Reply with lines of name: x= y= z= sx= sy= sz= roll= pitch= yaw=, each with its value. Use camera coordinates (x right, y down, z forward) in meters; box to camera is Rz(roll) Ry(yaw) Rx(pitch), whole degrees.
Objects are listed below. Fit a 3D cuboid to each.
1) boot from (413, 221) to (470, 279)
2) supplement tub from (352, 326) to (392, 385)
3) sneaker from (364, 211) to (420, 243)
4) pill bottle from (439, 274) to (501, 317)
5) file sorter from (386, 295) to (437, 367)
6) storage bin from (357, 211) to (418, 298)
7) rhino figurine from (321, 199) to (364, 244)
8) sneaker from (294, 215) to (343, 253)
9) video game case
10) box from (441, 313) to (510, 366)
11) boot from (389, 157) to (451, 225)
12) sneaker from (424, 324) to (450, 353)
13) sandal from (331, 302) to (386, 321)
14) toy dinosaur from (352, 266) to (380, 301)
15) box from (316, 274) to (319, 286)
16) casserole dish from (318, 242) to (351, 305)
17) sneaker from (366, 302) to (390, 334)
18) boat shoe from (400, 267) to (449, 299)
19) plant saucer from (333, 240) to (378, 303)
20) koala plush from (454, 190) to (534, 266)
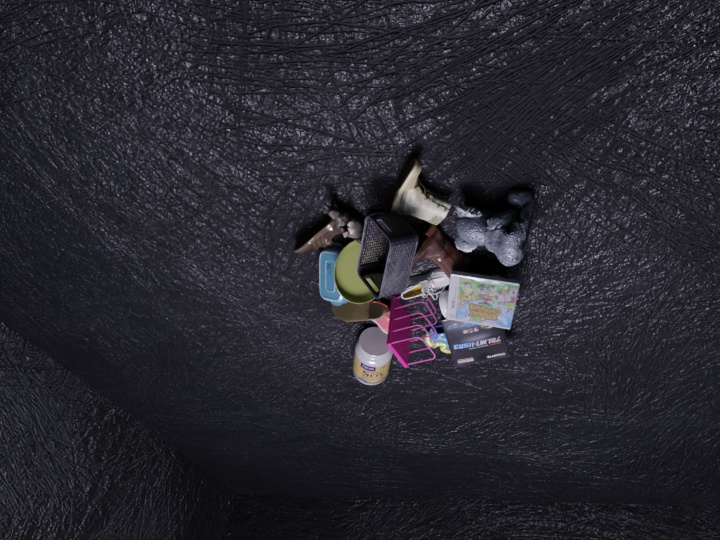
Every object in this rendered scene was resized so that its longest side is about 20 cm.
boot: x=0.221 y=-0.016 z=1.553 sx=0.200 sy=0.188 sz=0.064 roll=41 pitch=172 yaw=-29
supplement tub: x=0.046 y=0.319 z=1.985 sx=0.143 sy=0.147 sz=0.202 roll=10 pitch=140 yaw=3
sneaker: x=0.099 y=-0.100 z=1.546 sx=0.198 sy=0.083 sz=0.075 roll=27 pitch=138 yaw=-15
pill bottle: x=0.353 y=0.089 z=1.667 sx=0.197 sy=0.114 sz=0.113 roll=-15 pitch=132 yaw=29
file sorter: x=0.179 y=0.189 z=1.764 sx=0.124 sy=0.202 sz=0.139 roll=-16 pitch=132 yaw=26
storage bin: x=0.071 y=-0.042 z=1.454 sx=0.092 sy=0.136 sz=0.203 roll=-13 pitch=132 yaw=-27
rhino figurine: x=-0.041 y=-0.137 z=1.529 sx=0.060 sy=0.088 sz=0.199 roll=-45 pitch=123 yaw=14
sneaker: x=-0.123 y=-0.093 z=1.624 sx=0.075 sy=0.071 sz=0.199 roll=36 pitch=135 yaw=-26
video game case: x=0.358 y=0.089 z=1.575 sx=0.196 sy=0.022 sz=0.184 roll=8 pitch=131 yaw=12
box: x=0.391 y=0.219 z=1.799 sx=0.196 sy=0.050 sz=0.201 roll=-12 pitch=116 yaw=16
boot: x=0.172 y=-0.204 z=1.416 sx=0.152 sy=0.073 sz=0.201 roll=18 pitch=146 yaw=-3
sneaker: x=0.327 y=0.245 z=1.880 sx=0.196 sy=0.077 sz=0.106 roll=10 pitch=139 yaw=5
sandal: x=0.005 y=0.139 z=1.773 sx=0.209 sy=0.079 sz=0.069 roll=2 pitch=165 yaw=34
toy dinosaur: x=-0.015 y=0.055 z=1.711 sx=0.087 sy=0.048 sz=0.201 roll=-18 pitch=133 yaw=20
box: x=-0.023 y=0.045 z=1.770 sx=0.198 sy=0.050 sz=0.161 roll=-24 pitch=129 yaw=34
casserole dish: x=-0.085 y=0.014 z=1.669 sx=0.119 sy=0.039 sz=0.204 roll=9 pitch=103 yaw=35
sneaker: x=0.088 y=0.164 z=1.839 sx=0.199 sy=0.075 sz=0.086 roll=33 pitch=152 yaw=-21
boat shoe: x=0.213 y=0.054 z=1.686 sx=0.199 sy=0.087 sz=0.075 roll=-14 pitch=133 yaw=28
plant saucer: x=0.000 y=0.000 z=1.636 sx=0.200 sy=0.201 sz=0.031 roll=42 pitch=169 yaw=-30
koala plush: x=0.344 y=-0.110 z=1.418 sx=0.197 sy=0.185 sz=0.179 roll=13 pitch=141 yaw=19
